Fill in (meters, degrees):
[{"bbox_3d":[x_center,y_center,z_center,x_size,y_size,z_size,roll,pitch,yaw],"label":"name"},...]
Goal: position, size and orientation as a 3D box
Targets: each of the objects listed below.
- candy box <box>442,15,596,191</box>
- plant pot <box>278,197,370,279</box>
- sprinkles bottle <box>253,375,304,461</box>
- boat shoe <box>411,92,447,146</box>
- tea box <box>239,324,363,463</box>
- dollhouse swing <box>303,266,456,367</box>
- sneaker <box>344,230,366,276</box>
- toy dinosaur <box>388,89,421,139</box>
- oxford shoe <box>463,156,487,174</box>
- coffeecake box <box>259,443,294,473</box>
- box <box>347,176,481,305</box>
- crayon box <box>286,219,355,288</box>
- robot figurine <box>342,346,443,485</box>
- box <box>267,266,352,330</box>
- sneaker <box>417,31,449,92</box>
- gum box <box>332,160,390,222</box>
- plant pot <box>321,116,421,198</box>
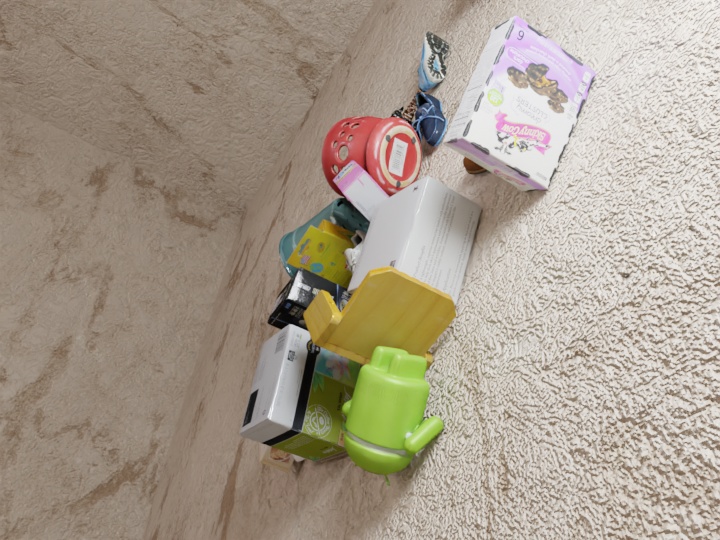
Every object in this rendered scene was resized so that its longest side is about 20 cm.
[{"bbox_3d":[0.245,-0.249,0.854,0.201,0.167,0.071,-66,19,-3],"label":"candy box"},{"bbox_3d":[-0.072,-0.070,1.421,0.196,0.200,0.201,-38,32,34],"label":"plant pot"},{"bbox_3d":[-0.153,0.300,1.177,0.068,0.201,0.068,-29,-6,-3],"label":"sprinkles bottle"},{"bbox_3d":[0.157,-0.365,1.341,0.084,0.068,0.201,-53,24,29],"label":"boat shoe"},{"bbox_3d":[-0.106,0.249,1.103,0.133,0.196,0.201,-36,36,45],"label":"tea box"},{"bbox_3d":[0.036,0.069,0.957,0.177,0.199,0.182,-62,21,10],"label":"dollhouse swing"},{"bbox_3d":[0.000,0.000,1.204,0.076,0.092,0.201,-44,28,47],"label":"sneaker"},{"bbox_3d":[0.105,-0.377,1.464,0.136,0.101,0.202,-92,7,-82],"label":"toy dinosaur"},{"bbox_3d":[0.241,-0.239,0.996,0.200,0.071,0.072,-34,38,57],"label":"oxford shoe"},{"bbox_3d":[-0.163,0.338,1.292,0.201,0.073,0.153,-66,11,-2],"label":"coffeecake box"},{"bbox_3d":[0.097,-0.036,1.030,0.200,0.130,0.200,-19,49,62],"label":"box"},{"bbox_3d":[-0.058,-0.036,1.305,0.127,0.199,0.051,-51,27,31],"label":"crayon box"},{"bbox_3d":[0.040,0.225,0.871,0.175,0.115,0.201,13,88,49],"label":"robot figurine"},{"bbox_3d":[-0.112,0.095,1.306,0.200,0.163,0.087,-43,25,59],"label":"box"},{"bbox_3d":[0.182,-0.564,1.498,0.090,0.078,0.201,-43,29,51],"label":"sneaker"},{"bbox_3d":[0.037,-0.137,1.204,0.066,0.200,0.114,-43,25,5],"label":"gum box"},{"bbox_3d":[0.037,-0.269,1.329,0.182,0.200,0.202,11,75,45],"label":"plant pot"}]
